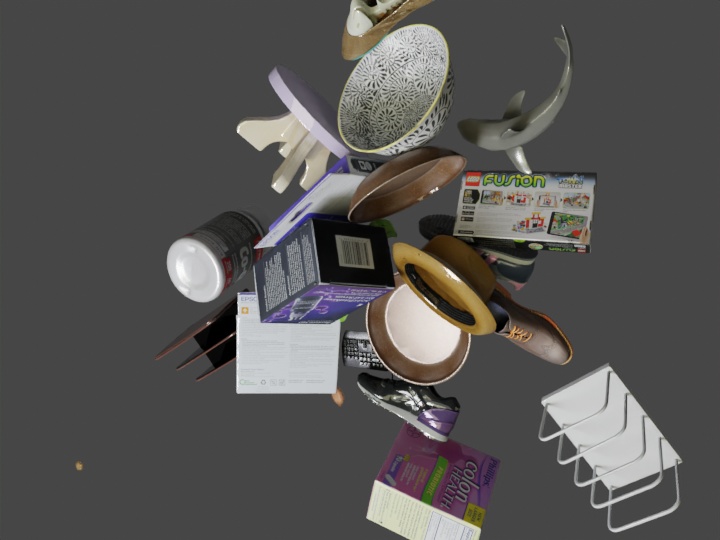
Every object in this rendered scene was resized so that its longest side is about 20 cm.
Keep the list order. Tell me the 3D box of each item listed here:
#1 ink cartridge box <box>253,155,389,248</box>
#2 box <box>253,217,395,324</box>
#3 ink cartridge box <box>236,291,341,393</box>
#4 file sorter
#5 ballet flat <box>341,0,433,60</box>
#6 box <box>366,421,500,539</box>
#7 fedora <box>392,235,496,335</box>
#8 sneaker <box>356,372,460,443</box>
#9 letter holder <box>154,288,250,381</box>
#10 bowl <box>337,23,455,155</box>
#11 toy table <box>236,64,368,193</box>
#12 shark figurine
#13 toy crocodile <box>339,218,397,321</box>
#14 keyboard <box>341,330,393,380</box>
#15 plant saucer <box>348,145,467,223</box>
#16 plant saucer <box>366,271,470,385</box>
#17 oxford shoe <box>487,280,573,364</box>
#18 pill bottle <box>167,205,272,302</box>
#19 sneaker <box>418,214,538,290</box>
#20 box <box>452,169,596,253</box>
[{"bbox_3d":[-0.052,-0.106,1.026,0.197,0.198,0.044,-38,72,32],"label":"ink cartridge box"},{"bbox_3d":[-0.063,0.009,1.033,0.199,0.145,0.107,-33,61,49],"label":"box"},{"bbox_3d":[-0.134,0.131,1.208,0.194,0.041,0.206,2,108,-8],"label":"ink cartridge box"},{"bbox_3d":[0.397,0.286,1.033,0.138,0.125,0.201,-37,94,32],"label":"file sorter"},{"bbox_3d":[0.032,-0.381,0.929,0.197,0.072,0.070,-24,67,32],"label":"ballet flat"},{"bbox_3d":[0.135,0.397,1.175,0.196,0.176,0.099,20,121,15],"label":"box"},{"bbox_3d":[0.139,0.009,0.979,0.200,0.082,0.201,40,165,12],"label":"fedora"},{"bbox_3d":[0.089,0.221,1.173,0.197,0.076,0.089,28,94,18],"label":"sneaker"},{"bbox_3d":[-0.295,0.147,1.285,0.198,0.142,0.102,-31,98,32],"label":"letter holder"},{"bbox_3d":[0.069,-0.243,0.946,0.198,0.205,0.094,-24,144,32],"label":"bowl"},{"bbox_3d":[-0.093,-0.208,1.021,0.200,0.185,0.117,44,112,-13],"label":"toy table"},{"bbox_3d":[0.231,-0.218,0.894,0.214,0.089,0.130,-40,78,37],"label":"shark figurine"},{"bbox_3d":[0.000,0.000,1.123,0.068,0.060,0.203,51,126,47],"label":"toy crocodile"},{"bbox_3d":[0.056,0.179,1.207,0.195,0.021,0.130,3,113,25],"label":"keyboard"},{"bbox_3d":[0.064,-0.133,0.967,0.198,0.199,0.037,-33,78,32],"label":"plant saucer"},{"bbox_3d":[0.103,0.095,1.115,0.196,0.036,0.206,8,107,29],"label":"plant saucer"},{"bbox_3d":[0.253,0.096,1.045,0.198,0.073,0.072,34,122,7],"label":"oxford shoe"},{"bbox_3d":[-0.238,-0.037,1.140,0.111,0.200,0.117,9,117,20],"label":"pill bottle"},{"bbox_3d":[0.179,-0.025,1.030,0.196,0.070,0.084,22,132,22],"label":"sneaker"},{"bbox_3d":[0.242,-0.090,0.951,0.195,0.035,0.113,6,72,23],"label":"box"}]
